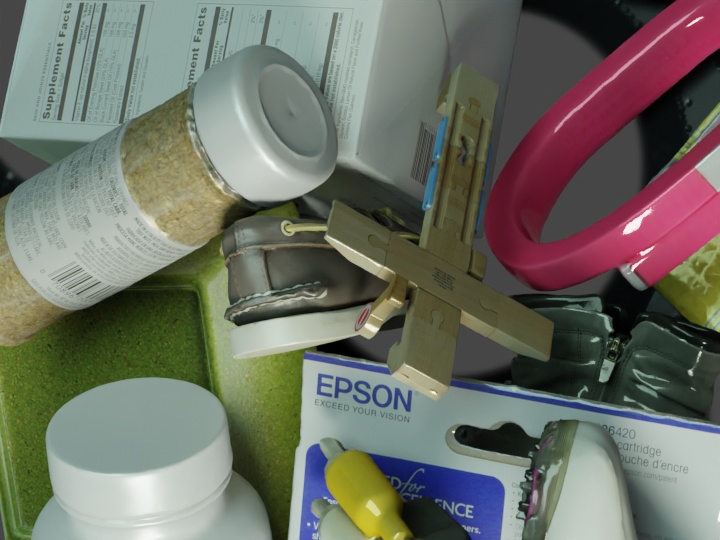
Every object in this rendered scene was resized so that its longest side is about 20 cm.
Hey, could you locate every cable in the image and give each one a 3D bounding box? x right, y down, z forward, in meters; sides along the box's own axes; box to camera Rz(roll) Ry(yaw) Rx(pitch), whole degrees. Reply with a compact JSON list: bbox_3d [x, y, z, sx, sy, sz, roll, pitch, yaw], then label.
[{"bbox_3d":[0.032,0.136,0.920,0.050,0.200,0.097,-18,109,-14],"label":"cable"}]

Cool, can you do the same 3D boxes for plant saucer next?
[{"bbox_3d":[-0.116,0.065,1.136,0.199,0.048,0.201,-1,103,27],"label":"plant saucer"}]

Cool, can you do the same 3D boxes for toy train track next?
[{"bbox_3d":[0.034,-0.017,1.017,0.033,0.115,0.200,-47,21,40],"label":"toy train track"}]

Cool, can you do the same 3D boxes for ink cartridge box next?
[{"bbox_3d":[0.064,0.143,1.013,0.197,0.047,0.201,10,103,18],"label":"ink cartridge box"}]

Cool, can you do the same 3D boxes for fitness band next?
[{"bbox_3d":[0.144,-0.065,1.055,0.200,0.037,0.144,-40,26,11],"label":"fitness band"}]

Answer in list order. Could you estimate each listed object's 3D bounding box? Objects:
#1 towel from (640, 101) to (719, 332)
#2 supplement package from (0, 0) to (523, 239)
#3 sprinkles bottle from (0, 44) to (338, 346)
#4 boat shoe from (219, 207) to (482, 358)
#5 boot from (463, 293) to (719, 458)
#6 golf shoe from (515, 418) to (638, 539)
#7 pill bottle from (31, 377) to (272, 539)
[{"bbox_3d":[0.221,-0.007,1.046,0.144,0.023,0.200,-47,61,8],"label":"towel"},{"bbox_3d":[-0.045,-0.111,1.135,0.200,0.152,0.151,5,79,28],"label":"supplement package"},{"bbox_3d":[-0.104,-0.031,1.034,0.200,0.068,0.068,-27,65,32],"label":"sprinkles bottle"},{"bbox_3d":[0.000,0.000,1.053,0.072,0.200,0.060,-14,88,30],"label":"boat shoe"},{"bbox_3d":[0.072,0.071,1.059,0.199,0.068,0.131,4,97,20],"label":"boot"},{"bbox_3d":[0.111,0.151,0.941,0.092,0.073,0.201,-3,112,13],"label":"golf shoe"},{"bbox_3d":[-0.093,0.155,1.058,0.111,0.111,0.200,14,123,29],"label":"pill bottle"}]
